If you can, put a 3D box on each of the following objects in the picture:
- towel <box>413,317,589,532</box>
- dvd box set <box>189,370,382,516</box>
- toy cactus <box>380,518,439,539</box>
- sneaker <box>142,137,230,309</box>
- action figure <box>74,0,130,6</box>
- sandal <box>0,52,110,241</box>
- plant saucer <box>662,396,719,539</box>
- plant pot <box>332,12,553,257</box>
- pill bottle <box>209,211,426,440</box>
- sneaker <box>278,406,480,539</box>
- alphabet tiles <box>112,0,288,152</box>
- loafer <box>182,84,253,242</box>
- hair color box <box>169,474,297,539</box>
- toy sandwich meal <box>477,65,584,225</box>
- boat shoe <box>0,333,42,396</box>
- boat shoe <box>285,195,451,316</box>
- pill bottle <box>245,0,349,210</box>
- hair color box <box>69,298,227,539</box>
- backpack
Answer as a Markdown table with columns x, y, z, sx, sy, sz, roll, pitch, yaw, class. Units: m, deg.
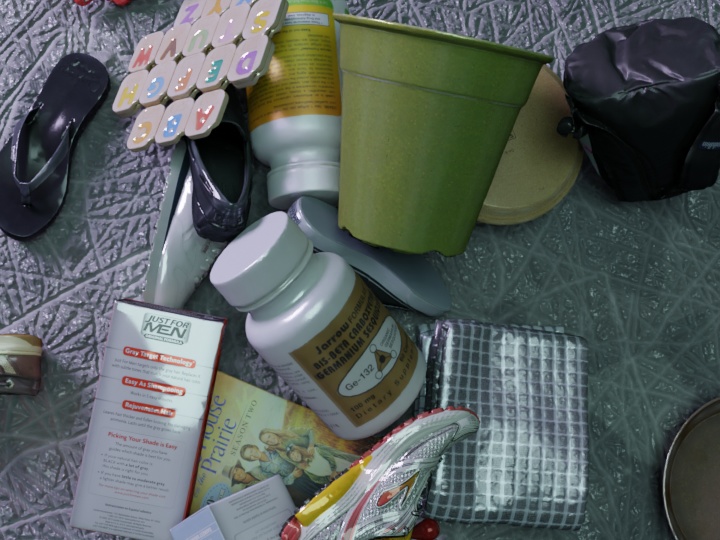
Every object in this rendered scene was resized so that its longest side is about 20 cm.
| x | y | z | sx | sy | sz | roll | pitch | yaw | class |
| --- | --- | --- | --- | --- | --- | --- | --- | --- | --- |
| 0.138 | 0.146 | 0.921 | 0.164 | 0.086 | 0.202 | 5 | 79 | -7 | towel |
| -0.090 | 0.195 | 0.910 | 0.199 | 0.029 | 0.147 | 24 | 78 | -3 | dvd box set |
| 0.024 | 0.322 | 0.871 | 0.164 | 0.102 | 0.201 | -9 | 111 | 12 | toy cactus |
| -0.163 | -0.029 | 0.923 | 0.080 | 0.076 | 0.202 | 14 | 80 | -14 | sneaker |
| -0.214 | -0.341 | 0.960 | 0.200 | 0.099 | 0.065 | -40 | 86 | -10 | action figure |
| -0.313 | -0.128 | 0.933 | 0.076 | 0.043 | 0.201 | 19 | 78 | -4 | sandal |
| 0.397 | 0.226 | 0.967 | 0.199 | 0.034 | 0.202 | 1 | 79 | -7 | plant saucer |
| 0.054 | -0.118 | 0.857 | 0.198 | 0.200 | 0.191 | 11 | 103 | -5 | plant pot |
| -0.039 | 0.049 | 0.856 | 0.114 | 0.114 | 0.200 | -45 | 114 | -13 | pill bottle |
| 0.028 | 0.193 | 0.824 | 0.200 | 0.078 | 0.082 | -38 | 78 | -12 | sneaker |
| -0.157 | -0.204 | 0.905 | 0.199 | 0.015 | 0.197 | -5 | 59 | 36 | alphabet tiles |
| -0.131 | -0.124 | 0.889 | 0.068 | 0.070 | 0.202 | 4 | 59 | -24 | loafer |
| -0.072 | 0.289 | 0.812 | 0.061 | 0.099 | 0.201 | -37 | 75 | 31 | hair color box |
| 0.132 | -0.139 | 0.984 | 0.203 | 0.070 | 0.207 | 1 | 82 | -9 | toy sandwich meal |
| -0.395 | 0.098 | 0.866 | 0.198 | 0.073 | 0.065 | -7 | 76 | -9 | boat shoe |
| 0.000 | 0.002 | 0.931 | 0.199 | 0.068 | 0.074 | 25 | 37 | -30 | boat shoe |
| -0.058 | -0.166 | 0.938 | 0.110 | 0.111 | 0.202 | -4 | 80 | -8 | pill bottle |
| -0.188 | 0.133 | 0.848 | 0.101 | 0.061 | 0.202 | 12 | 90 | -4 | hair color box |
| 0.291 | -0.154 | 0.936 | 0.166 | 0.200 | 0.127 | -4 | 63 | 22 | backpack |
